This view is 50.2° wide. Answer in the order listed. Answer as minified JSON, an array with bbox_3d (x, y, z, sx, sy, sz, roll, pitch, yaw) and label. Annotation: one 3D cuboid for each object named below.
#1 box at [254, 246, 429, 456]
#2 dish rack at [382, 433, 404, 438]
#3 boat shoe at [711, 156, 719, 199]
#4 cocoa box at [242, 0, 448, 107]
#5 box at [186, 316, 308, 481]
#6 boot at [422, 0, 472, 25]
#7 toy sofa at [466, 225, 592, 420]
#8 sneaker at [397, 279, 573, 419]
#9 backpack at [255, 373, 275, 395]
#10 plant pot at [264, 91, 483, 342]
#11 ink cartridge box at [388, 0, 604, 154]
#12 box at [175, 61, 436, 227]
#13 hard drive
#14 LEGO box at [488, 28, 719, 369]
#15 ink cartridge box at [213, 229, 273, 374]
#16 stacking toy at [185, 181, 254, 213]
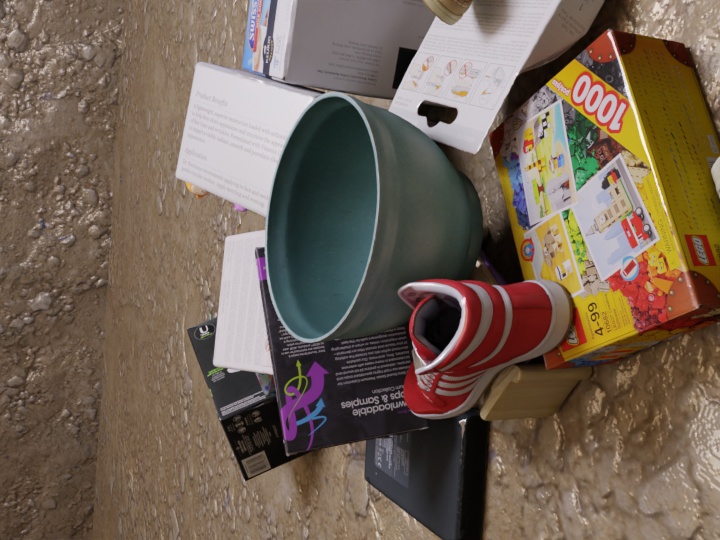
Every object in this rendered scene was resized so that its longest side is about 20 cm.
[{"bbox_3d":[-0.020,0.068,0.756,0.036,0.142,0.202,129,132,-77],"label":"box"},{"bbox_3d":[0.007,0.070,0.804,0.055,0.152,0.202,110,171,-78],"label":"dish rack"},{"bbox_3d":[0.264,-0.090,0.420,0.200,0.071,0.062,-58,44,50],"label":"boat shoe"},{"bbox_3d":[-0.005,-0.253,0.797,0.131,0.198,0.135,36,119,57],"label":"cocoa box"},{"bbox_3d":[-0.159,0.173,1.137,0.200,0.123,0.149,-124,18,-47],"label":"box"},{"bbox_3d":[0.120,-0.303,0.619,0.155,0.073,0.201,-20,43,42],"label":"boot"},{"bbox_3d":[0.119,0.028,0.689,0.098,0.082,0.201,-63,37,32],"label":"toy sofa"},{"bbox_3d":[0.058,0.064,0.597,0.200,0.112,0.072,-48,48,48],"label":"sneaker"},{"bbox_3d":[-0.065,0.059,0.988,0.178,0.149,0.201,57,134,48],"label":"backpack"},{"bbox_3d":[0.018,-0.037,0.655,0.200,0.133,0.202,-15,73,58],"label":"plant pot"},{"bbox_3d":[0.117,-0.194,0.655,0.162,0.050,0.201,35,100,57],"label":"ink cartridge box"},{"bbox_3d":[-0.060,-0.132,0.843,0.198,0.199,0.132,25,107,39],"label":"box"},{"bbox_3d":[0.066,0.200,0.846,0.200,0.033,0.141,14,103,62],"label":"hard drive"},{"bbox_3d":[0.185,-0.045,0.565,0.149,0.077,0.202,-40,56,56],"label":"LEGO box"},{"bbox_3d":[-0.100,0.036,0.871,0.199,0.050,0.163,-3,80,53],"label":"ink cartridge box"},{"bbox_3d":[-0.143,-0.118,1.064,0.110,0.198,0.117,50,132,51],"label":"stacking toy"}]
